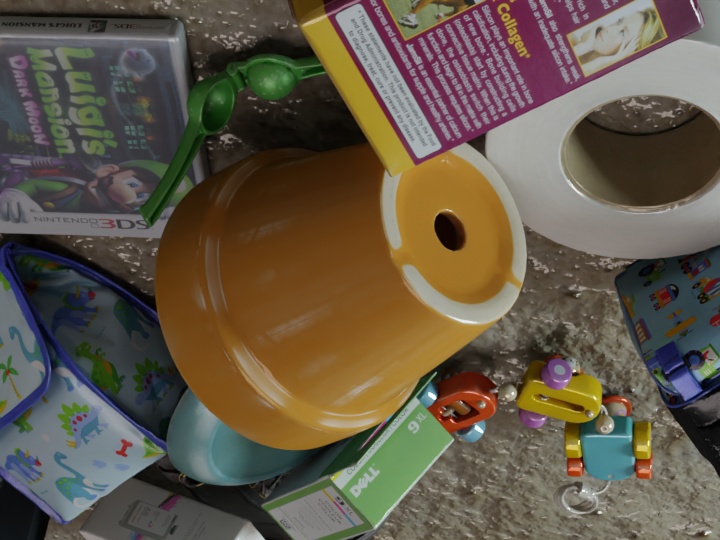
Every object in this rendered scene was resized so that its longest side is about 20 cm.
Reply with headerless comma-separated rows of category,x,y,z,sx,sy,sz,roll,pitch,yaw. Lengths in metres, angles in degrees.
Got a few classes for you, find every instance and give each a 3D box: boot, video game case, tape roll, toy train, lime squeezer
boot,-0.089,0.177,1.392,0.200,0.069,0.174,-8,139,20
video game case,-0.200,-0.095,1.119,0.181,0.023,0.200,2,140,6
tape roll,0.180,-0.096,1.026,0.202,0.071,0.203,4,140,3
toy train,0.145,0.118,1.304,0.200,0.056,0.150,34,135,-25
lime squeezer,-0.067,-0.110,1.039,0.200,0.071,0.038,-31,131,-4

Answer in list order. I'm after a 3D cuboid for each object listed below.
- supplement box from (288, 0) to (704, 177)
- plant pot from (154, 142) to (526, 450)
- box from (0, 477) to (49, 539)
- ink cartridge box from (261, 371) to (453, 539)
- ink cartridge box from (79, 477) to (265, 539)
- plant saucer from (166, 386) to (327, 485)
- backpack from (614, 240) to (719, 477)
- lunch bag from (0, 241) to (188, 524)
supplement box,0.069,-0.164,0.895,0.200,0.103,0.131,-25,133,8
plant pot,0.000,0.000,1.042,0.200,0.200,0.183,33,144,-28
box,-0.343,0.260,1.424,0.106,0.200,0.122,10,140,-4
ink cartridge box,0.006,0.156,1.275,0.059,0.104,0.200,47,151,-4
ink cartridge box,-0.165,0.250,1.434,0.200,0.068,0.117,13,148,37
plant saucer,-0.055,0.099,1.234,0.200,0.027,0.200,-28,147,-20
backpack,0.291,0.024,1.078,0.200,0.183,0.135,-33,114,19
lunch bag,-0.246,0.082,1.269,0.200,0.128,0.170,44,130,-14
